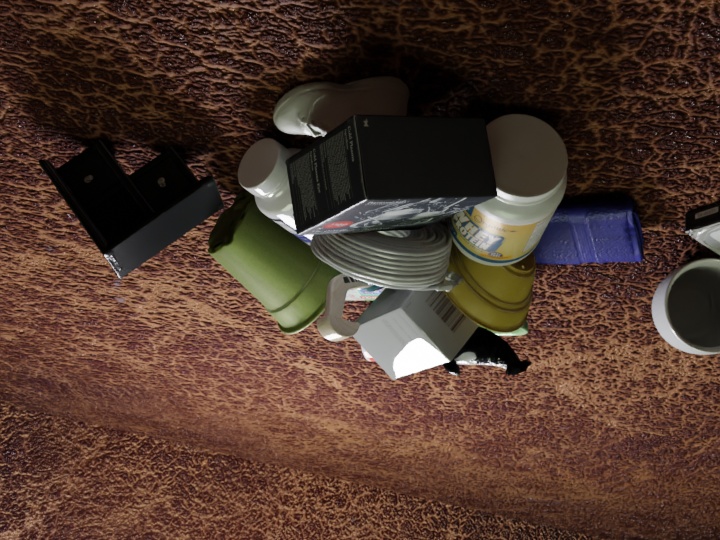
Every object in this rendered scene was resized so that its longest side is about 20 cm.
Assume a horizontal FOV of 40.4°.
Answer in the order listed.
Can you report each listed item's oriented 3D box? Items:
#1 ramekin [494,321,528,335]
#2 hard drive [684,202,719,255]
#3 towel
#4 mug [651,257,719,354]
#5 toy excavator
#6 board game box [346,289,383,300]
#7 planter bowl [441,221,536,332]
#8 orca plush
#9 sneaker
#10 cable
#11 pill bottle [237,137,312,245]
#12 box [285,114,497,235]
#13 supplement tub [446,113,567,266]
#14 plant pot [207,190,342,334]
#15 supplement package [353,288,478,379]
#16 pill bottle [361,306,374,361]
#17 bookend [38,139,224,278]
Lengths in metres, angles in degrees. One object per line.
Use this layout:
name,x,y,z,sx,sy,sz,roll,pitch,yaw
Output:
ramekin,0.197,0.048,1.700,0.197,0.099,0.200,8,171,1
hard drive,0.601,-0.051,1.467,0.199,0.038,0.139,24,152,-33
towel,0.334,-0.064,1.521,0.197,0.050,0.148,-1,147,22
mug,0.574,0.059,1.593,0.197,0.150,0.175,-9,173,4
toy excavator,0.000,0.000,1.530,0.198,0.197,0.100,-11,172,-37
board game box,-0.027,0.017,1.835,0.197,0.029,0.135,0,155,18
planter bowl,0.203,-0.014,1.474,0.199,0.202,0.083,22,134,-28
orca plush,0.182,0.120,1.612,0.200,0.105,0.072,33,155,54
sneaker,-0.033,-0.196,1.288,0.198,0.090,0.075,-6,152,28
cable,0.032,-0.039,1.382,0.198,0.070,0.200,-4,-150,-40
pill bottle,-0.088,-0.113,1.464,0.110,0.112,0.199,-10,150,35
box,0.036,-0.117,1.235,0.198,0.106,0.182,-4,170,-31
supplement tub,0.199,-0.108,1.339,0.143,0.146,0.200,8,156,0
plant pot,-0.143,-0.031,1.610,0.189,0.202,0.199,36,146,-24
supplement package,0.089,0.080,1.544,0.117,0.117,0.200,46,153,-8
pill bottle,0.107,0.124,1.926,0.197,0.114,0.112,-2,154,20
bookend,-0.349,-0.131,1.504,0.199,0.199,0.092,-35,159,-12
